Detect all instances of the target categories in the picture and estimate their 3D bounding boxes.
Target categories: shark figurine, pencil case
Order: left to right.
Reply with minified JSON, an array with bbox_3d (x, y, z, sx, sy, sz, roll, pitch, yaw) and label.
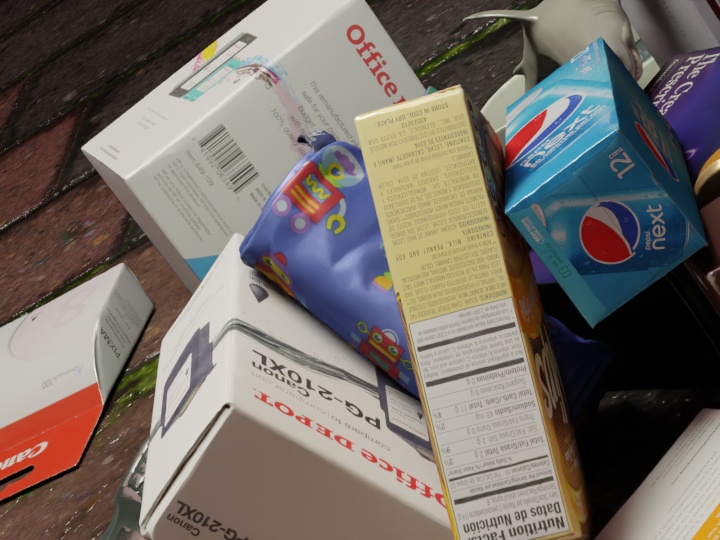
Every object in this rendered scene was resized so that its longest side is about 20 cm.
[{"bbox_3d":[0.036,0.017,1.105,0.087,0.200,0.078,-46,-12,-29],"label":"pencil case"},{"bbox_3d":[0.099,-0.127,1.304,0.214,0.089,0.129,132,140,-73],"label":"shark figurine"}]

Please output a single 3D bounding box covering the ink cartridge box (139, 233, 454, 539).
[{"bbox_3d":[-0.024,0.084,1.104,0.084,0.145,0.200,-55,15,19],"label":"ink cartridge box"}]

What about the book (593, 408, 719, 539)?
[{"bbox_3d":[0.164,0.121,0.898,0.134,0.048,0.200,-46,21,-17],"label":"book"}]

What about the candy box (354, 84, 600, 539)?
[{"bbox_3d":[0.054,0.029,1.000,0.055,0.201,0.115,-16,-11,9],"label":"candy box"}]

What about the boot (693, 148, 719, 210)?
[{"bbox_3d":[0.238,-0.098,1.091,0.201,0.071,0.144,-15,48,-5],"label":"boot"}]

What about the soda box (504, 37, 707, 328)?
[{"bbox_3d":[0.111,-0.047,1.044,0.064,0.068,0.200,-37,11,13],"label":"soda box"}]

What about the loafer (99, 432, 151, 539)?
[{"bbox_3d":[-0.121,0.175,1.224,0.072,0.063,0.200,21,72,38],"label":"loafer"}]

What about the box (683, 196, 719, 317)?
[{"bbox_3d":[0.250,-0.026,0.996,0.200,0.100,0.075,-35,20,1],"label":"box"}]

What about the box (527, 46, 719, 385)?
[{"bbox_3d":[0.177,-0.033,1.160,0.141,0.079,0.200,-3,38,51],"label":"box"}]

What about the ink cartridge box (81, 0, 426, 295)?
[{"bbox_3d":[-0.058,-0.080,1.529,0.200,0.147,0.146,-39,20,-8],"label":"ink cartridge box"}]

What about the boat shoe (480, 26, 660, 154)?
[{"bbox_3d":[0.156,-0.122,1.411,0.201,0.070,0.072,-37,-1,8],"label":"boat shoe"}]

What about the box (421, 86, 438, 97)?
[{"bbox_3d":[0.000,0.000,1.314,0.200,0.048,0.117,-63,5,-26],"label":"box"}]

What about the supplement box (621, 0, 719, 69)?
[{"bbox_3d":[0.246,-0.192,1.339,0.200,0.109,0.061,-47,23,-27],"label":"supplement box"}]

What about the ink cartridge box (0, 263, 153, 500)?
[{"bbox_3d":[-0.244,0.091,1.599,0.162,0.057,0.200,-26,19,25],"label":"ink cartridge box"}]
